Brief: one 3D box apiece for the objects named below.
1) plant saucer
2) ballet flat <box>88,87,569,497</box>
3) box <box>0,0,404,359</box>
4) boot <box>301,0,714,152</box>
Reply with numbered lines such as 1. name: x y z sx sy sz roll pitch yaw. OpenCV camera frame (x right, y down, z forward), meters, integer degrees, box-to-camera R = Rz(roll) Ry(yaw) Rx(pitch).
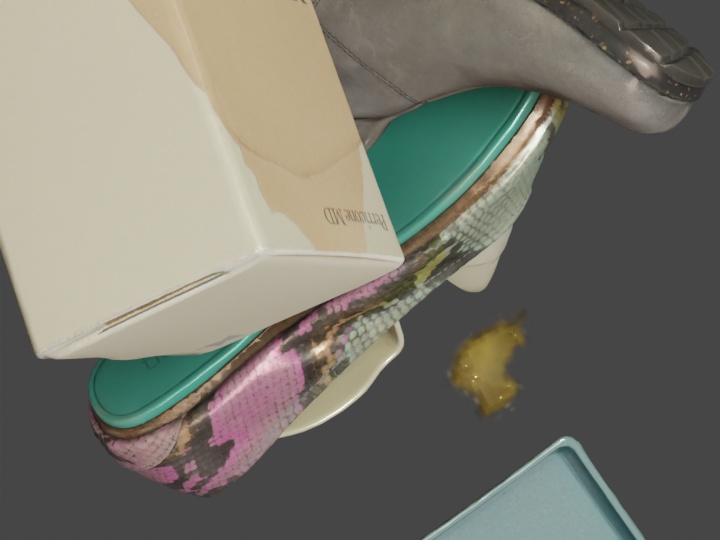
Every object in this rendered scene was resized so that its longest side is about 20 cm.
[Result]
1. plant saucer: 0.098 0.150 0.918 0.070 0.019 0.200 -36 108 0
2. ballet flat: 0.000 0.000 0.839 0.200 0.069 0.071 -42 134 9
3. box: -0.069 -0.079 0.732 0.078 0.095 0.200 -25 80 23
4. boot: 0.001 -0.049 0.782 0.070 0.200 0.132 11 105 -58
